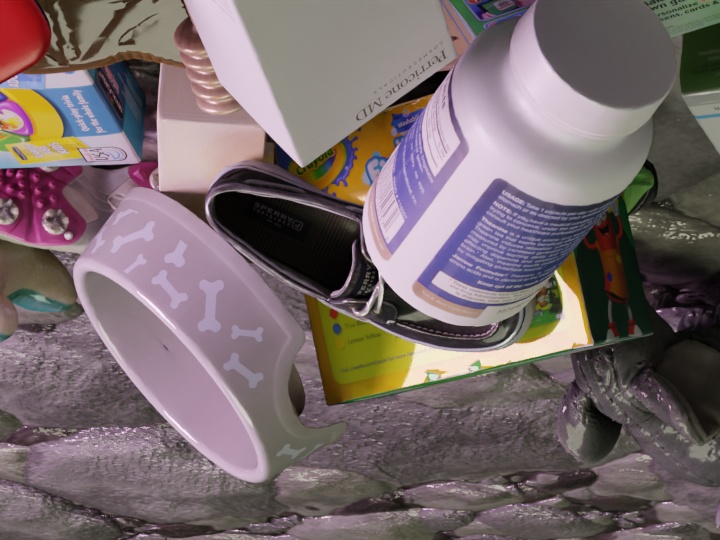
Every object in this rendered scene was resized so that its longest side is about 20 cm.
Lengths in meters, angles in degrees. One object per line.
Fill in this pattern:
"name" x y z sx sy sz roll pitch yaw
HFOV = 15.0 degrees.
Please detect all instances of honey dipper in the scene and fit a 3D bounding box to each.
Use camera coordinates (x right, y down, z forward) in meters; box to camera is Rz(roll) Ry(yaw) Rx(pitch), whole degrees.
"honey dipper" -0.093 -0.168 1.394 0.038 0.038 0.200 -4 130 16

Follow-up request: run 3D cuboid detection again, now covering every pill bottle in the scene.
"pill bottle" 0.086 -0.064 1.443 0.111 0.111 0.200 11 146 -19

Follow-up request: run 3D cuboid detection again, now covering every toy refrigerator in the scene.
"toy refrigerator" -0.084 -0.078 1.634 0.070 0.076 0.200 3 157 -2

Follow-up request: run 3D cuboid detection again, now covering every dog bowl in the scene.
"dog bowl" -0.097 0.045 1.658 0.200 0.059 0.200 44 162 18

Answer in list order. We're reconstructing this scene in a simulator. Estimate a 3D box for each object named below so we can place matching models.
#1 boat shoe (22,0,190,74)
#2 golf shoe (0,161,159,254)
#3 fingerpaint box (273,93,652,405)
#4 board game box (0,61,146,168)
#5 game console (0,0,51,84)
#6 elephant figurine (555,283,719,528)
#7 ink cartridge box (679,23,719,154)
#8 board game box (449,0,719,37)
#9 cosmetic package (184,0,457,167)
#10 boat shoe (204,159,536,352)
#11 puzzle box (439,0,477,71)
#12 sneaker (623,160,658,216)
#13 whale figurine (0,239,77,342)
"boat shoe" -0.109 -0.150 1.480 0.199 0.065 0.073 0 128 7
"golf shoe" -0.188 -0.036 1.751 0.199 0.076 0.091 13 159 -20
"fingerpaint box" 0.059 -0.021 1.621 0.200 0.168 0.073 -16 174 37
"board game box" -0.242 -0.110 1.611 0.199 0.047 0.151 -2 157 11
"game console" -0.269 -0.164 1.373 0.119 0.200 0.172 -34 -166 -15
"elephant figurine" 0.192 0.072 1.856 0.200 0.155 0.142 8 125 -45
"ink cartridge box" 0.262 -0.092 1.583 0.103 0.060 0.200 -7 155 21
"board game box" 0.149 -0.164 1.422 0.199 0.029 0.135 -16 152 18
"cosmetic package" -0.034 -0.158 1.332 0.107 0.085 0.200 -37 144 -9
"boat shoe" 0.000 0.000 1.536 0.199 0.072 0.071 20 -163 6
"puzzle box" 0.046 -0.165 1.476 0.133 0.026 0.200 -6 156 19
"sneaker" 0.097 -0.043 1.690 0.199 0.077 0.084 1 -177 38
"whale figurine" -0.275 0.002 1.751 0.104 0.159 0.200 -53 149 17
